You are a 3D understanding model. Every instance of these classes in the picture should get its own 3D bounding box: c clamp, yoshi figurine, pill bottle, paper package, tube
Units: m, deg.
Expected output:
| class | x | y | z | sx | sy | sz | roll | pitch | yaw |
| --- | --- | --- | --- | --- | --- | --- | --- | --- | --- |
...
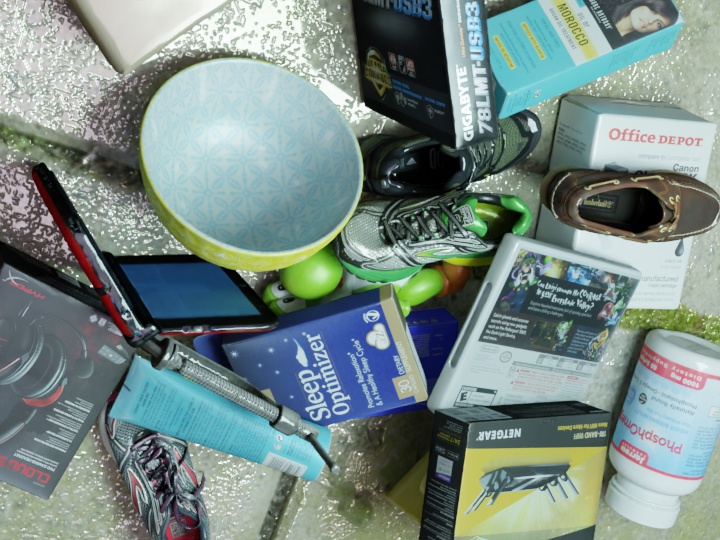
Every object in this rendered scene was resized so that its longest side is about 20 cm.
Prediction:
| class | x | y | z | sx | sy | sz | roll | pitch | yaw |
| --- | --- | --- | --- | --- | --- | --- | --- | --- | --- |
| c clamp | -0.118 | 0.093 | 1.071 | 0.199 | 0.171 | 0.027 | 32 | 90 | -22 |
| yoshi figurine | 0.002 | -0.004 | 1.204 | 0.198 | 0.112 | 0.113 | -17 | 106 | -13 |
| pill bottle | 0.339 | 0.175 | 1.396 | 0.108 | 0.109 | 0.202 | 10 | 103 | -24 |
| paper package | -0.178 | -0.296 | 1.028 | 0.190 | 0.103 | 0.201 | -35 | 118 | -8 |
| tube | -0.126 | 0.139 | 1.159 | 0.198 | 0.051 | 0.078 | 21 | 117 | -13 |

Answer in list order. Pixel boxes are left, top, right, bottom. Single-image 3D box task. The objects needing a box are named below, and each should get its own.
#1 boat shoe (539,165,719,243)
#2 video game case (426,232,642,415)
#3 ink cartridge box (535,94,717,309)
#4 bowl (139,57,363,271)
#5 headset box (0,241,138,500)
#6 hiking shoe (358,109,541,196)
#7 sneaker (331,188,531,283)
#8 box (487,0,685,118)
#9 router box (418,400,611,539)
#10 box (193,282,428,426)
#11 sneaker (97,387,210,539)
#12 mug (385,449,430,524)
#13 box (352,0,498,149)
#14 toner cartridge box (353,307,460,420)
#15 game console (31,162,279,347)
| class | x | y | z | sx | sy | sz | roll | pitch | yaw |
| --- | --- | --- | --- | --- | --- | --- | --- | --- | --- |
| boat shoe | 0.271 | -0.059 | 1.215 | 0.197 | 0.070 | 0.071 | 1 | 107 | -22 |
| video game case | 0.171 | 0.065 | 1.220 | 0.198 | 0.023 | 0.184 | 12 | 108 | -42 |
| ink cartridge box | 0.267 | -0.069 | 1.296 | 0.142 | 0.084 | 0.203 | 1 | 107 | -21 |
| bowl | -0.105 | -0.076 | 1.118 | 0.198 | 0.202 | 0.108 | -4 | 153 | -21 |
| headset box | -0.308 | 0.098 | 1.127 | 0.148 | 0.075 | 0.201 | 30 | 95 | -28 |
| hiking shoe | 0.095 | -0.104 | 1.204 | 0.198 | 0.101 | 0.077 | -18 | 114 | -15 |
| sneaker | 0.065 | -0.043 | 1.155 | 0.198 | 0.085 | 0.079 | -10 | 75 | -23 |
| box | 0.204 | -0.224 | 1.214 | 0.198 | 0.049 | 0.083 | -24 | 72 | -13 |
| router box | 0.149 | 0.211 | 1.211 | 0.198 | 0.052 | 0.160 | 1 | 99 | -39 |
| box | -0.047 | 0.092 | 1.177 | 0.198 | 0.033 | 0.122 | -15 | 121 | 10 |
| sneaker | -0.187 | 0.197 | 1.210 | 0.080 | 0.075 | 0.202 | -26 | 114 | -11 |
| mug | 0.131 | 0.219 | 1.297 | 0.149 | 0.187 | 0.154 | 38 | 83 | -3 |
| box | 0.047 | -0.224 | 1.089 | 0.049 | 0.200 | 0.201 | -17 | 114 | -18 |
| toner cartridge box | 0.001 | 0.098 | 1.269 | 0.197 | 0.043 | 0.096 | -5 | 111 | -20 |
| game console | -0.178 | -0.022 | 1.067 | 0.118 | 0.200 | 0.174 | -31 | 116 | -10 |
